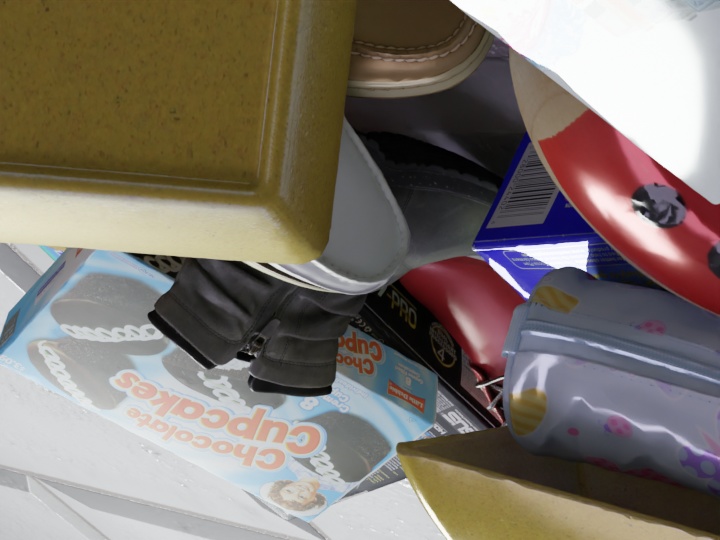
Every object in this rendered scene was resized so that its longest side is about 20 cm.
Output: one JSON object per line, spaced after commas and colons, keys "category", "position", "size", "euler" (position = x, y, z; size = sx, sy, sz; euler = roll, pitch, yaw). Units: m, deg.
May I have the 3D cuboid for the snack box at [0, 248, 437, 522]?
{"category": "snack box", "position": [-0.072, 0.050, 0.927], "size": [0.199, 0.037, 0.116], "euler": [30, 133, -22]}

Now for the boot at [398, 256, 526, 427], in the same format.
{"category": "boot", "position": [0.084, 0.075, 0.947], "size": [0.199, 0.145, 0.072], "euler": [35, 151, -24]}

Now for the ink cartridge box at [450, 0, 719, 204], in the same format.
{"category": "ink cartridge box", "position": [0.092, -0.144, 0.501], "size": [0.199, 0.146, 0.144], "euler": [35, 157, -15]}

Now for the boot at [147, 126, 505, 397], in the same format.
{"category": "boot", "position": [0.000, 0.000, 0.870], "size": [0.198, 0.132, 0.068], "euler": [16, -167, -31]}

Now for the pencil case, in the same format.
{"category": "pencil case", "position": [0.155, 0.055, 0.724], "size": [0.198, 0.084, 0.090], "euler": [13, -179, 33]}

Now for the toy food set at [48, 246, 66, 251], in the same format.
{"category": "toy food set", "position": [-0.135, -0.066, 0.868], "size": [0.197, 0.049, 0.199], "euler": [11, 154, -44]}

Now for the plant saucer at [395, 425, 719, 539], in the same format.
{"category": "plant saucer", "position": [0.138, 0.114, 0.785], "size": [0.198, 0.049, 0.199], "euler": [13, -174, 28]}

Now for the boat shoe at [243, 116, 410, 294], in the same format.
{"category": "boat shoe", "position": [-0.047, -0.062, 0.739], "size": [0.200, 0.075, 0.068], "euler": [43, 158, -21]}

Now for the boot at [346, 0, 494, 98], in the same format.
{"category": "boot", "position": [-0.040, -0.156, 0.734], "size": [0.199, 0.073, 0.156], "euler": [26, 157, 19]}

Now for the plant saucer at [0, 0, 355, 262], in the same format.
{"category": "plant saucer", "position": [-0.094, -0.102, 0.649], "size": [0.197, 0.202, 0.048], "euler": [4, -167, -12]}

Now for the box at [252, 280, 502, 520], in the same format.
{"category": "box", "position": [-0.038, 0.050, 0.987], "size": [0.160, 0.049, 0.200], "euler": [-26, 130, 28]}

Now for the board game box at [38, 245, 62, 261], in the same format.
{"category": "board game box", "position": [-0.097, -0.003, 1.065], "size": [0.199, 0.045, 0.152], "euler": [5, 147, 43]}

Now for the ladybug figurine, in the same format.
{"category": "ladybug figurine", "position": [0.141, -0.050, 0.650], "size": [0.199, 0.136, 0.072], "euler": [37, -165, -10]}

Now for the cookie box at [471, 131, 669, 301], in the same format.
{"category": "cookie box", "position": [0.178, 0.017, 0.824], "size": [0.200, 0.076, 0.170], "euler": [44, 152, -29]}
